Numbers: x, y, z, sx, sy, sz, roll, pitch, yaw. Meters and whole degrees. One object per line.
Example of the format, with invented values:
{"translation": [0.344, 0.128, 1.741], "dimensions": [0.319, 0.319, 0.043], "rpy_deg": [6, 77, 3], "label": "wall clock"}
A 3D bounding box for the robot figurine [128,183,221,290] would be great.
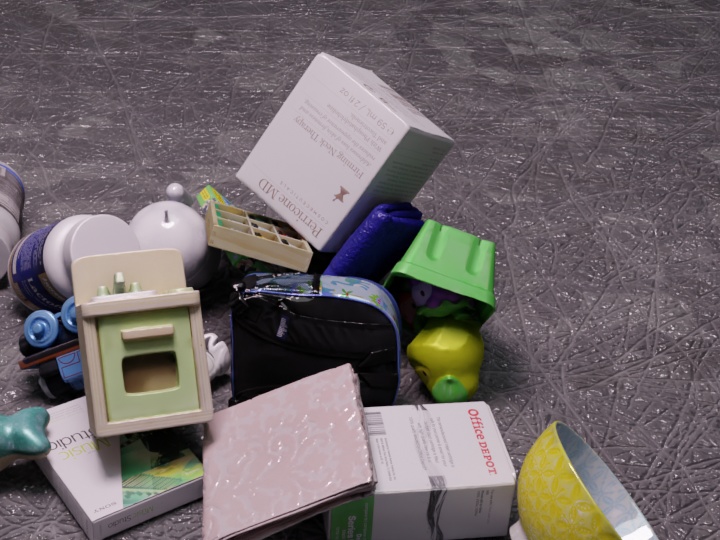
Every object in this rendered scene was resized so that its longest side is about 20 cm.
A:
{"translation": [-0.254, -0.030, 1.597], "dimensions": [0.113, 0.170, 0.200], "rpy_deg": [2, -8, 2], "label": "robot figurine"}

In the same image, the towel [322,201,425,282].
{"translation": [0.000, 0.000, 1.529], "dimensions": [0.050, 0.200, 0.148], "rpy_deg": [42, 19, 12], "label": "towel"}

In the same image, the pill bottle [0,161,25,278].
{"translation": [-0.542, -0.069, 1.678], "dimensions": [0.114, 0.114, 0.200], "rpy_deg": [-3, 32, -11], "label": "pill bottle"}

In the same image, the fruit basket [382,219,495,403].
{"translation": [0.092, 0.066, 1.479], "dimensions": [0.155, 0.216, 0.216], "rpy_deg": [20, 32, -2], "label": "fruit basket"}

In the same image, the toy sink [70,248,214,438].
{"translation": [-0.244, 0.075, 1.304], "dimensions": [0.130, 0.200, 0.112], "rpy_deg": [-6, -2, -17], "label": "toy sink"}

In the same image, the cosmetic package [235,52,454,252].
{"translation": [-0.018, -0.148, 1.550], "dimensions": [0.167, 0.200, 0.166], "rpy_deg": [42, 16, 19], "label": "cosmetic package"}

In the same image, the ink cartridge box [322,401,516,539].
{"translation": [0.056, 0.222, 1.293], "dimensions": [0.200, 0.084, 0.146], "rpy_deg": [-2, 31, -8], "label": "ink cartridge box"}

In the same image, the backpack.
{"translation": [-0.050, 0.088, 1.408], "dimensions": [0.200, 0.183, 0.147], "rpy_deg": [3, 18, 3], "label": "backpack"}

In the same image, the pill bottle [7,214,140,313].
{"translation": [-0.369, -0.010, 1.518], "dimensions": [0.116, 0.116, 0.200], "rpy_deg": [-23, 6, -36], "label": "pill bottle"}

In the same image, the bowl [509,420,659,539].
{"translation": [0.218, 0.265, 1.198], "dimensions": [0.108, 0.200, 0.200], "rpy_deg": [-39, 31, 13], "label": "bowl"}

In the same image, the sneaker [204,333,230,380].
{"translation": [-0.265, 0.097, 1.484], "dimensions": [0.200, 0.075, 0.081], "rpy_deg": [18, 43, 23], "label": "sneaker"}

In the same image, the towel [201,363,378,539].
{"translation": [-0.080, 0.197, 1.251], "dimensions": [0.191, 0.032, 0.200], "rpy_deg": [-22, 33, 7], "label": "towel"}

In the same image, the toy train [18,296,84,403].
{"translation": [-0.317, 0.086, 1.419], "dimensions": [0.200, 0.114, 0.087], "rpy_deg": [-21, -9, 10], "label": "toy train"}

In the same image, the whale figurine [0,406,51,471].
{"translation": [-0.440, 0.182, 1.272], "dimensions": [0.200, 0.104, 0.159], "rpy_deg": [-12, 34, -7], "label": "whale figurine"}

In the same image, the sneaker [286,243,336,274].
{"translation": [-0.072, -0.064, 1.677], "dimensions": [0.076, 0.116, 0.200], "rpy_deg": [2, 15, -11], "label": "sneaker"}

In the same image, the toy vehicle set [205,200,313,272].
{"translation": [-0.134, -0.046, 1.499], "dimensions": [0.124, 0.027, 0.200], "rpy_deg": [16, 9, -12], "label": "toy vehicle set"}

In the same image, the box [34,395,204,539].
{"translation": [-0.279, 0.210, 1.325], "dimensions": [0.144, 0.036, 0.200], "rpy_deg": [-19, 40, -32], "label": "box"}

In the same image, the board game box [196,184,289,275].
{"translation": [-0.153, -0.031, 1.658], "dimensions": [0.029, 0.135, 0.200], "rpy_deg": [-44, 38, 7], "label": "board game box"}
